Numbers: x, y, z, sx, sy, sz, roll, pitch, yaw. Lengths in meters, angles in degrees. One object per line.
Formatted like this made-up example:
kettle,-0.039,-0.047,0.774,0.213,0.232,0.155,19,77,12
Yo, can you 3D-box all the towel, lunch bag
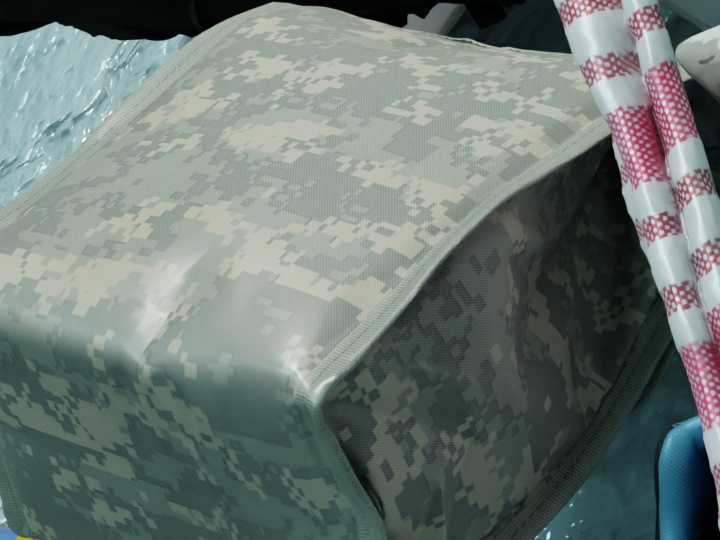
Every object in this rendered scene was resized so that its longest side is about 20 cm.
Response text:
towel,0.075,0.007,0.580,0.030,0.146,0.200,-17,72,7
lunch bag,0.000,0.000,0.733,0.164,0.118,0.200,12,44,39

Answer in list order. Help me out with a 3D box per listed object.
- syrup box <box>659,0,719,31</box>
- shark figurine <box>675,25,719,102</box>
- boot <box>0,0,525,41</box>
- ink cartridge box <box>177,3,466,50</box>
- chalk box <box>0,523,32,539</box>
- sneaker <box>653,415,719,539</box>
syrup box,0.148,-0.182,0.859,0.200,0.079,0.081,-53,31,15
shark figurine,0.151,-0.002,0.599,0.128,0.090,0.215,-7,27,4
boot,-0.041,-0.113,0.824,0.162,0.198,0.074,-3,87,25
ink cartridge box,0.023,-0.154,0.980,0.200,0.086,0.148,-51,8,15
chalk box,-0.086,0.168,0.887,0.200,0.124,0.125,-3,63,56
sneaker,0.102,0.130,0.654,0.073,0.082,0.200,-18,48,16
